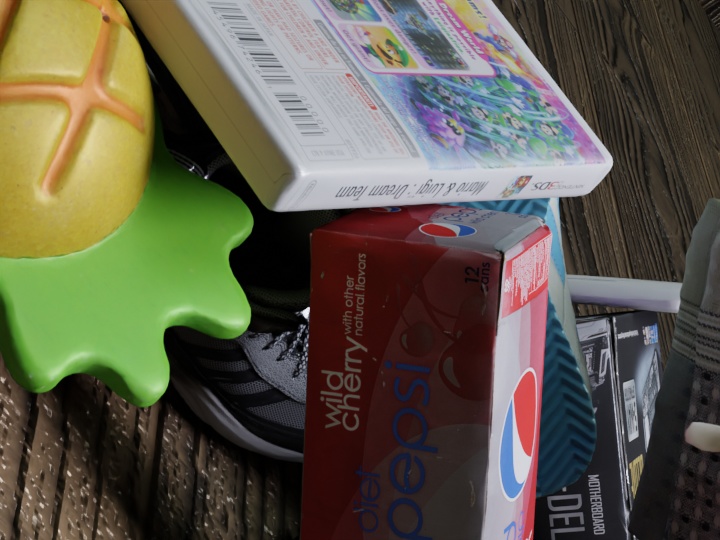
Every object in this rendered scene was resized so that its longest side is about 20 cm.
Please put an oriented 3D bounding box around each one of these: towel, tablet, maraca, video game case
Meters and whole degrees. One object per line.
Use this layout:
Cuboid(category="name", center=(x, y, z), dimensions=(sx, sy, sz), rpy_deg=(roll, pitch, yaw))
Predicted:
Cuboid(category="towel", center=(0.169, 0.090, 0.914), dimensions=(0.034, 0.193, 0.200), rpy_deg=(-2, 20, -28))
Cuboid(category="tablet", center=(0.132, 0.011, 1.224), dimensions=(0.130, 0.200, 0.014), rpy_deg=(2, 91, -42))
Cuboid(category="maraca", center=(-0.116, -0.045, 0.745), dimensions=(0.200, 0.107, 0.137), rpy_deg=(49, 48, 2))
Cuboid(category="video game case", center=(-0.020, -0.102, 0.837), dimensions=(0.182, 0.024, 0.200), rpy_deg=(-5, 52, -51))

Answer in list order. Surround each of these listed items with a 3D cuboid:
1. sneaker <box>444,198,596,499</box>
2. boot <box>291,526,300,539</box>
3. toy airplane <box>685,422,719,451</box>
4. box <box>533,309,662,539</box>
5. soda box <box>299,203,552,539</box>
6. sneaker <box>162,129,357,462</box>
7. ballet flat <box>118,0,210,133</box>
Cuboid(category="sneaker", center=(0.049, -0.003, 0.983), dimensions=(0.081, 0.076, 0.201), rpy_deg=(100, -17, -82))
Cuboid(category="boot", center=(0.058, 0.147, 0.969), dimensions=(0.168, 0.076, 0.200), rpy_deg=(64, 23, 7))
Cuboid(category="toy airplane", center=(0.110, 0.145, 0.820), dimensions=(0.141, 0.199, 0.200), rpy_deg=(36, 32, -8))
Cuboid(category="box", center=(0.117, 0.100, 1.140), dimensions=(0.200, 0.050, 0.158), rpy_deg=(2, 82, -77))
Cuboid(category="soda box", center=(0.020, 0.080, 0.810), dimensions=(0.063, 0.070, 0.201), rpy_deg=(-28, 124, -66))
Cuboid(category="sneaker", center=(-0.029, 0.014, 0.871), dimensions=(0.200, 0.114, 0.076), rpy_deg=(40, 67, -32))
Cuboid(category="ballet flat", center=(-0.054, -0.082, 0.963), dimensions=(0.068, 0.068, 0.200), rpy_deg=(-17, 61, -28))
